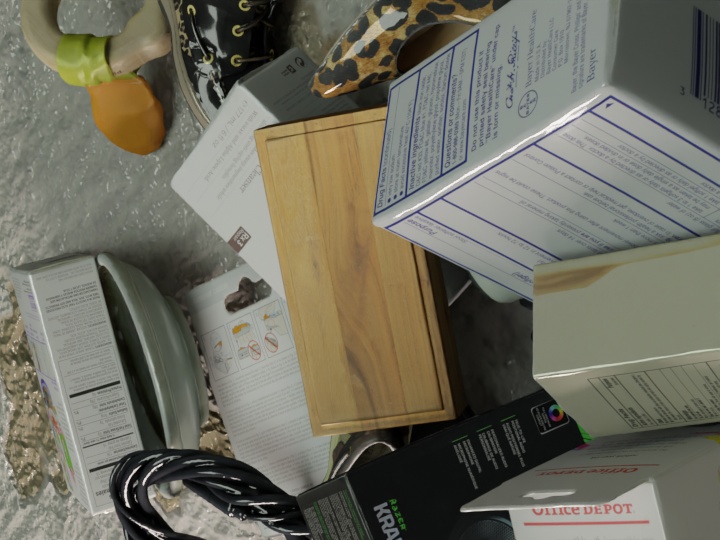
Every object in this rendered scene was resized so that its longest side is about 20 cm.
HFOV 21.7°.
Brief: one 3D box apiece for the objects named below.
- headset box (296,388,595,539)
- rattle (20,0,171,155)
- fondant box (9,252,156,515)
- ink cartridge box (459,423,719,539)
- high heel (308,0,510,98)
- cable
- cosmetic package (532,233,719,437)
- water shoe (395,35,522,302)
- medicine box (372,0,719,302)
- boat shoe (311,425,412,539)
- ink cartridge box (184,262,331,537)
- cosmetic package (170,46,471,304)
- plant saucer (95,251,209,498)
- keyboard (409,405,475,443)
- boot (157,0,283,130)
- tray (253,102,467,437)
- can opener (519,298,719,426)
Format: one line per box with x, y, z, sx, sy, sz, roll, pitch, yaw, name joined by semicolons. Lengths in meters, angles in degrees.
0.088;0.181;1.191;0.093;0.198;0.176;-33;78;63;headset box
-0.197;-0.217;1.476;0.130;0.143;0.201;-33;59;14;rattle
-0.231;0.089;1.546;0.144;0.058;0.202;-174;70;-73;fondant box
0.165;0.135;1.085;0.115;0.199;0.069;-10;96;47;ink cartridge box
0.075;-0.119;1.137;0.199;0.071;0.144;-30;73;8;high heel
-0.098;0.197;1.404;0.199;0.051;0.163;31;145;-4;cable
0.202;0.031;1.026;0.198;0.105;0.072;-9;62;23;cosmetic package
0.085;-0.082;1.213;0.078;0.071;0.202;-22;84;19;water shoe
0.137;-0.067;1.048;0.199;0.181;0.104;-28;45;47;medicine box
-0.001;0.173;1.293;0.072;0.065;0.202;4;122;3;boat shoe
-0.046;0.088;1.410;0.162;0.050;0.202;-24;81;48;ink cartridge box
-0.018;-0.037;1.269;0.200;0.081;0.113;44;130;6;cosmetic package
-0.160;0.078;1.487;0.200;0.050;0.202;163;90;-74;plant saucer
0.076;0.154;1.310;0.104;0.040;0.201;-34;87;39;keyboard
-0.070;-0.187;1.325;0.150;0.073;0.202;-30;75;47;boot
0.000;0.000;1.196;0.098;0.037;0.202;-9;99;18;tray
0.170;0.038;1.154;0.199;0.078;0.064;21;126;51;can opener
